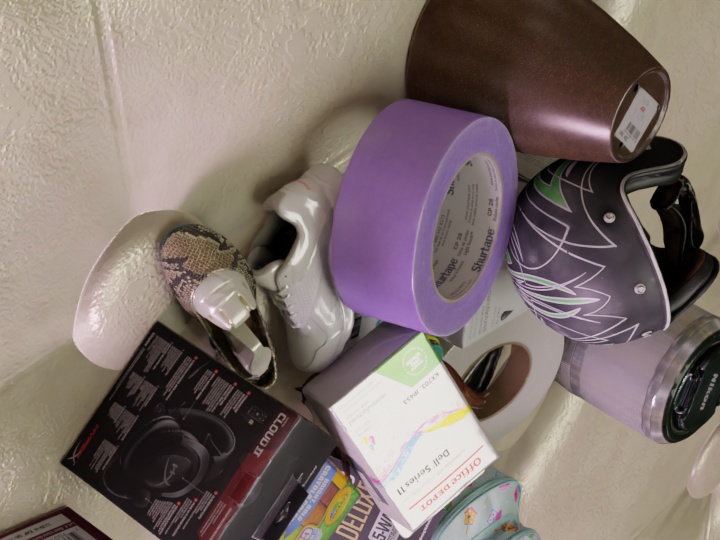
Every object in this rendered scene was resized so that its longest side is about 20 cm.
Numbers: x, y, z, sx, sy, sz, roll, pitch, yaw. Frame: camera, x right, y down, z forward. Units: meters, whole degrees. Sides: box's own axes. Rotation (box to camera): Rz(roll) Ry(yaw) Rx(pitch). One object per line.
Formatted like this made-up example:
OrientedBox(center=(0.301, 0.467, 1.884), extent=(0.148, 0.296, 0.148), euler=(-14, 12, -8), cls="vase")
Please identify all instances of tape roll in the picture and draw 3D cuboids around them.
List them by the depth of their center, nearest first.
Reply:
OrientedBox(center=(0.060, -0.047, 1.528), extent=(0.200, 0.085, 0.200), euler=(-37, 134, -51), cls="tape roll")
OrientedBox(center=(0.132, 0.111, 1.850), extent=(0.202, 0.037, 0.203), euler=(-24, 136, -25), cls="tape roll")

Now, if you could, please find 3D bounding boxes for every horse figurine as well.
OrientedBox(center=(0.030, 0.134, 1.662), extent=(0.200, 0.050, 0.133), euler=(-25, 95, -34), cls="horse figurine")

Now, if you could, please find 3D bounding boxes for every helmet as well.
OrientedBox(center=(0.232, -0.023, 1.619), extent=(0.191, 0.200, 0.200), euler=(-38, 141, -31), cls="helmet")

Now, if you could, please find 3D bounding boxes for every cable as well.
OrientedBox(center=(0.171, 0.065, 1.891), extent=(0.200, 0.050, 0.097), euler=(-51, 149, -13), cls="cable")

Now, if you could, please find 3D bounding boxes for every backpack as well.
OrientedBox(center=(0.109, 0.307, 1.911), extent=(0.176, 0.153, 0.200), euler=(-32, 131, -28), cls="backpack")

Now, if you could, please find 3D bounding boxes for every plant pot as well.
OrientedBox(center=(0.178, -0.179, 1.576), extent=(0.187, 0.200, 0.187), euler=(-34, 139, -35), cls="plant pot")

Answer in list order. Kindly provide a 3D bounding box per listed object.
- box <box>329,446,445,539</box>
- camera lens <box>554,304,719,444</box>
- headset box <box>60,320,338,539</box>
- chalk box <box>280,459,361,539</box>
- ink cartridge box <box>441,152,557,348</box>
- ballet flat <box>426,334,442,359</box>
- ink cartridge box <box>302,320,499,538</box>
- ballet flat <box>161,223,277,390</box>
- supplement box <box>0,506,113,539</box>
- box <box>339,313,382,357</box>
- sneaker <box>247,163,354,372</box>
OrientedBox(center=(-0.026, 0.284, 1.702), extent=(0.050, 0.157, 0.200), euler=(-73, -171, -82), cls="box")
OrientedBox(center=(0.321, 0.095, 1.980), extent=(0.160, 0.200, 0.160), euler=(-33, 138, -35), cls="camera lens")
OrientedBox(center=(-0.128, 0.157, 1.423), extent=(0.149, 0.200, 0.077), euler=(-57, 147, -6), cls="headset box")
OrientedBox(center=(-0.094, 0.206, 1.576), extent=(0.125, 0.124, 0.200), euler=(-53, 146, -10), cls="chalk box")
OrientedBox(center=(0.146, -0.031, 1.753), extent=(0.200, 0.083, 0.146), euler=(-28, 134, -39), cls="ink cartridge box")
OrientedBox(center=(0.044, 0.150, 1.767), extent=(0.067, 0.067, 0.200), euler=(-13, 117, -41), cls="ballet flat")
OrientedBox(center=(0.048, 0.157, 1.591), extent=(0.117, 0.067, 0.200), euler=(-39, 116, -14), cls="ink cartridge box")
OrientedBox(center=(-0.109, 0.039, 1.468), extent=(0.068, 0.075, 0.200), euler=(-32, 142, -8), cls="ballet flat")
OrientedBox(center=(-0.275, 0.318, 1.456), extent=(0.110, 0.086, 0.200), euler=(-17, 128, -47), cls="supplement box")
OrientedBox(center=(0.000, 0.000, 1.625), extent=(0.119, 0.041, 0.200), euler=(-23, 135, -43), cls="box")
OrientedBox(center=(-0.062, 0.006, 1.525), extent=(0.099, 0.078, 0.200), euler=(-20, 122, -36), cls="sneaker")
